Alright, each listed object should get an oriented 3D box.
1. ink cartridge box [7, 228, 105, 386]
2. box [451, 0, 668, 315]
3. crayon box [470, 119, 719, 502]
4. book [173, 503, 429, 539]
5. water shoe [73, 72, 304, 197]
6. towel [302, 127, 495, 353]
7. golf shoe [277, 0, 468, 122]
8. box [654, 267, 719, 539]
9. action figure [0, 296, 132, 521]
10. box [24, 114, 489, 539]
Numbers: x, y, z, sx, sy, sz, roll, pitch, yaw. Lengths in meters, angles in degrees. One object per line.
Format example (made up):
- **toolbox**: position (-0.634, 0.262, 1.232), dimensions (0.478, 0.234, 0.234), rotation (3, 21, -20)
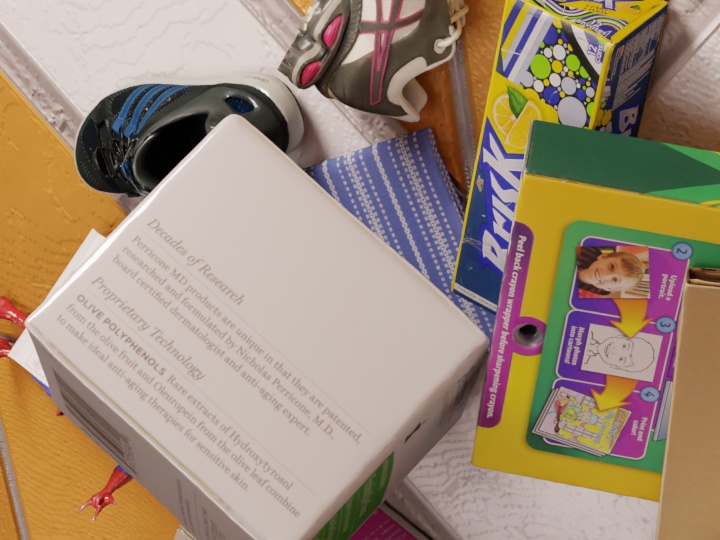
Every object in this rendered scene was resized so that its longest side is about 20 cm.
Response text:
- **ink cartridge box**: position (-0.135, 0.061, 1.623), dimensions (0.200, 0.109, 0.050), rotation (32, 177, 45)
- **box**: position (0.108, -0.065, 1.380), dimensions (0.070, 0.064, 0.200), rotation (29, 130, 24)
- **crayon box**: position (0.159, 0.030, 1.349), dimensions (0.172, 0.058, 0.200), rotation (10, 126, 3)
- **book**: position (-0.005, 0.204, 1.589), dimensions (0.200, 0.134, 0.048), rotation (38, 136, 18)
- **water shoe**: position (-0.126, -0.080, 1.561), dimensions (0.200, 0.079, 0.072), rotation (-12, 106, 44)
- **towel**: position (0.000, 0.000, 1.547), dimensions (0.200, 0.024, 0.145), rotation (-16, 101, 43)
- **golf shoe**: position (0.029, -0.167, 1.395), dimensions (0.088, 0.077, 0.200), rotation (28, 136, -2)
- **box**: position (0.244, 0.090, 1.328), dimensions (0.163, 0.021, 0.201), rotation (5, 125, 5)
- **action figure**: position (-0.201, 0.096, 1.723), dimensions (0.200, 0.099, 0.065), rotation (25, 130, 25)
- **box**: position (-0.059, 0.057, 1.434), dimensions (0.200, 0.171, 0.199), rotation (41, 167, 9)
